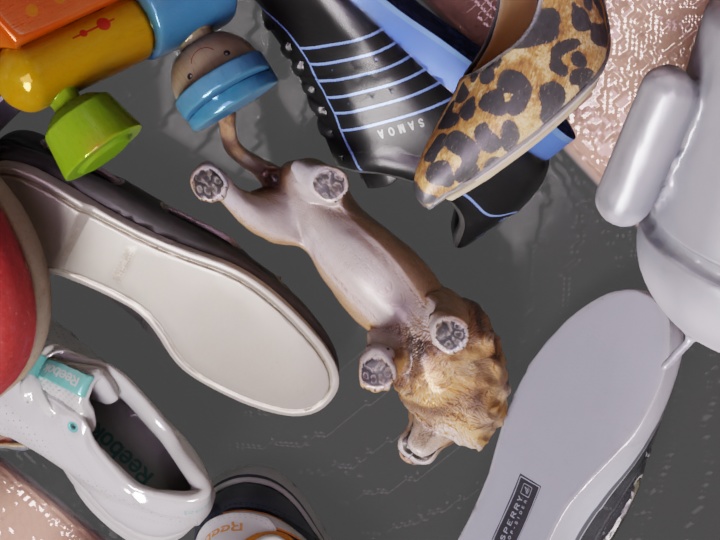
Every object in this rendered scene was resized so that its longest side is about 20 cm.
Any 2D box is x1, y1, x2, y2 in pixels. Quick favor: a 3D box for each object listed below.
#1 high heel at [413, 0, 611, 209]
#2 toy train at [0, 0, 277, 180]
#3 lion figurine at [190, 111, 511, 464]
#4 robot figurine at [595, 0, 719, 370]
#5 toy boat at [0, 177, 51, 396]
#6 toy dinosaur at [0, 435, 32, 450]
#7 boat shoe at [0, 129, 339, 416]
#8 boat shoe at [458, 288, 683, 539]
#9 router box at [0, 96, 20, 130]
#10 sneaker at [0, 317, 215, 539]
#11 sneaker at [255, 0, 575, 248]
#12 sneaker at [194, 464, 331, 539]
[{"bbox_3d":[0.049,-0.135,0.882,0.143,0.071,0.200,44,73,-15],"label":"high heel"},{"bbox_3d":[-0.135,-0.085,0.870,0.116,0.200,0.085,58,150,4],"label":"toy train"},{"bbox_3d":[0.000,0.000,0.980,0.072,0.122,0.200,-34,89,7],"label":"lion figurine"},{"bbox_3d":[0.184,-0.044,0.914,0.169,0.113,0.200,6,116,-15],"label":"robot figurine"},{"bbox_3d":[-0.235,0.026,0.929,0.200,0.131,0.131,-31,89,21],"label":"toy boat"},{"bbox_3d":[-0.226,0.140,1.043,0.181,0.200,0.105,33,136,28],"label":"toy dinosaur"},{"bbox_3d":[-0.092,-0.005,1.011,0.200,0.057,0.067,31,120,-12],"label":"boat shoe"},{"bbox_3d":[0.099,0.099,1.021,0.069,0.057,0.200,38,107,36],"label":"boat shoe"},{"bbox_3d":[-0.235,-0.106,0.983,0.157,0.052,0.200,44,112,-11],"label":"router box"},{"bbox_3d":[-0.148,0.051,1.006,0.200,0.088,0.075,35,71,-6],"label":"sneaker"},{"bbox_3d":[-0.003,-0.090,0.946,0.200,0.070,0.078,37,106,-9],"label":"sneaker"},{"bbox_3d":[-0.015,0.193,1.067,0.078,0.079,0.200,-36,105,20],"label":"sneaker"}]
